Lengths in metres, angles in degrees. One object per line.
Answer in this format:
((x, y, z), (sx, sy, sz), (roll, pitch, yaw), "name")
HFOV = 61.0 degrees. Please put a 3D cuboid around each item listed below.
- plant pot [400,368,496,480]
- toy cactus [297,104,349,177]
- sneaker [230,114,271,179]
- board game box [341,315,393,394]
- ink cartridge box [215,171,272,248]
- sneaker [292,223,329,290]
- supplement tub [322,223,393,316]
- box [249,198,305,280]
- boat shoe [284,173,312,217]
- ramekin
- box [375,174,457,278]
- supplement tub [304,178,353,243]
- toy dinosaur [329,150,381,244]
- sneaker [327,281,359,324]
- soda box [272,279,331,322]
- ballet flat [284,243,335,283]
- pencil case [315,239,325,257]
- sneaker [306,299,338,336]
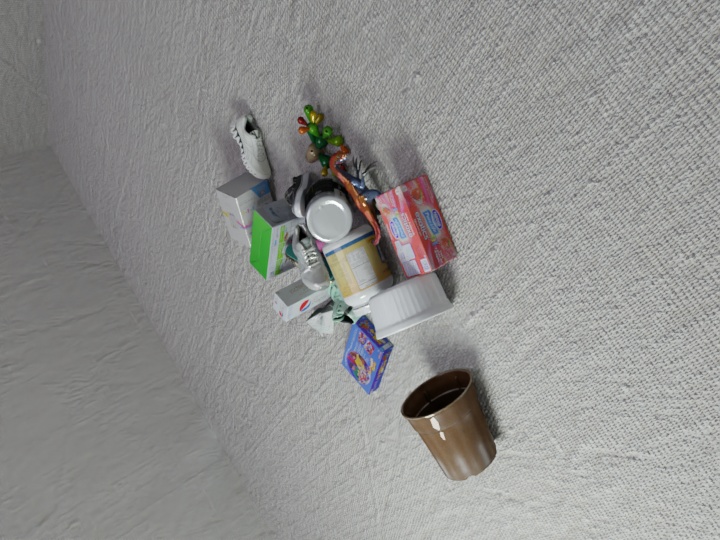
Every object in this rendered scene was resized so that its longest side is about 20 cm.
((0.228, 0.382, 1.494), (0.198, 0.199, 0.202), (-17, 106, 54), "plant pot")
((-0.112, -0.320, 1.594), (0.202, 0.101, 0.165), (55, 154, -1), "toy cactus")
((-0.322, -0.372, 1.844), (0.080, 0.075, 0.204), (-25, 93, 43), "sneaker")
((0.016, 0.249, 1.795), (0.134, 0.044, 0.203), (44, 140, 27), "board game box")
((-0.348, -0.179, 1.925), (0.124, 0.127, 0.205), (23, 137, 42), "ink cartridge box")
((-0.136, -0.035, 1.588), (0.081, 0.069, 0.203), (91, 156, -53), "sneaker")
((0.000, 0.000, 1.582), (0.143, 0.143, 0.205), (-20, 95, 54), "supplement tub")
((-0.222, -0.100, 1.782), (0.096, 0.174, 0.204), (40, 139, 27), "box")
((-0.173, -0.204, 1.650), (0.064, 0.203, 0.072), (-5, 127, 7), "boat shoe")
((0.113, 0.080, 1.448), (0.199, 0.197, 0.100), (-29, 81, 54), "ramekin")
((0.127, -0.099, 1.401), (0.102, 0.093, 0.205), (-18, 96, 54), "box")
((-0.083, -0.159, 1.550), (0.201, 0.118, 0.126), (-102, 3, -66), "supplement tub")
((-0.002, -0.197, 1.459), (0.177, 0.206, 0.105), (21, 159, -16), "toy dinosaur")
((-0.072, 0.072, 1.698), (0.196, 0.119, 0.075), (25, 149, 21), "sneaker")
((-0.158, 0.067, 1.779), (0.068, 0.197, 0.065), (41, 138, 26), "soda box")
((-0.128, -0.009, 1.689), (0.197, 0.068, 0.076), (31, 163, 32), "ballet flat")
((-0.114, -0.077, 1.735), (0.094, 0.089, 0.203), (53, 145, 28), "pencil case")
((-0.093, 0.144, 1.867), (0.081, 0.070, 0.199), (49, 148, -5), "sneaker")
